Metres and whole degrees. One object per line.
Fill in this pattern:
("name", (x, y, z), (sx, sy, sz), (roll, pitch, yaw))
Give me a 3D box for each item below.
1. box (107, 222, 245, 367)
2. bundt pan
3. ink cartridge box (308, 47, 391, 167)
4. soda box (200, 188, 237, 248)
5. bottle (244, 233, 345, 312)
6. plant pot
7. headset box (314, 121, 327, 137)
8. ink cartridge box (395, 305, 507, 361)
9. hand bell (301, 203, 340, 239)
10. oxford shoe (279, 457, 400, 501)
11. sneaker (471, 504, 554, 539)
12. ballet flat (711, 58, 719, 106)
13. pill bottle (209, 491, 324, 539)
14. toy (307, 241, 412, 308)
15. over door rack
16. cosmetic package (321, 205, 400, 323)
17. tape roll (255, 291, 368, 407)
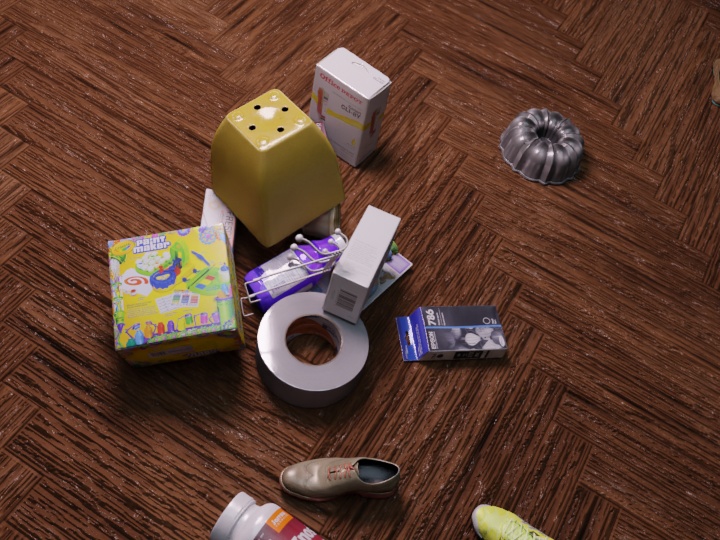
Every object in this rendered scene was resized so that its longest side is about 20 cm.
("box", (-0.311, 0.043, 1.395), (0.197, 0.122, 0.195), (-9, 70, -4))
("bundt pan", (0.423, -0.295, 1.875), (0.199, 0.076, 0.204), (6, 53, -8))
("ink cartridge box", (-0.029, -0.344, 1.735), (0.145, 0.201, 0.083), (36, 55, 15))
("soda box", (-0.274, -0.059, 1.563), (0.067, 0.064, 0.202), (6, 53, -8))
("bottle", (-0.116, -0.002, 1.530), (0.199, 0.065, 0.084), (-32, 69, -16))
("plant pot", (-0.159, -0.207, 1.506), (0.193, 0.201, 0.196), (-34, 61, -21))
("headset box", (-0.144, -0.232, 1.708), (0.197, 0.075, 0.150), (-4, 56, -15))
("ink cartridge box", (0.171, 0.117, 1.544), (0.197, 0.039, 0.100), (-2, 56, -13))
("hand bell", (-0.143, -0.102, 1.621), (0.197, 0.105, 0.105), (4, 53, 5))
("oxford shoe", (-0.031, 0.326, 1.325), (0.197, 0.075, 0.071), (0, 55, -12))
("sneaker", (0.271, 0.435, 1.309), (0.199, 0.077, 0.076), (31, 56, 13))
("ballet flat", (0.963, -0.514, 2.151), (0.067, 0.073, 0.201), (24, 53, 7))
("pill bottle", (-0.120, 0.421, 1.213), (0.199, 0.113, 0.113), (32, 54, 12))
("toy", (0.000, 0.000, 1.587), (0.115, 0.047, 0.200), (39, 55, 18))
("over door rack", (-0.124, -0.004, 1.416), (0.199, 0.148, 0.067), (-30, 84, -16))
("cosmetic package", (0.003, -0.014, 1.494), (0.071, 0.102, 0.201), (23, 44, 4))
("tape roll", (-0.087, 0.139, 1.456), (0.198, 0.066, 0.202), (6, 53, -8))
